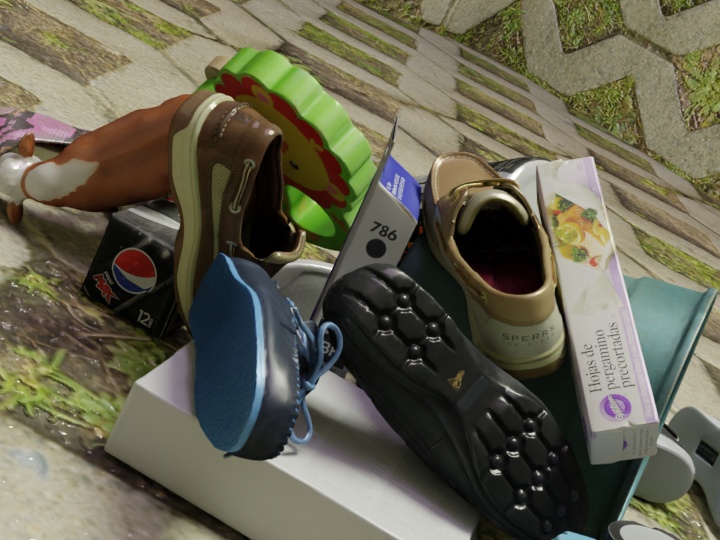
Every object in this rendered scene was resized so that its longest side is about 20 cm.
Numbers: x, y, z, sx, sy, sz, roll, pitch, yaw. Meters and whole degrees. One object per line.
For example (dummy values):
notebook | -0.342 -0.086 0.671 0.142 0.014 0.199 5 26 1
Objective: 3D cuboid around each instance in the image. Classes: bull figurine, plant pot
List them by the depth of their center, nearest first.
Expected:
plant pot | 0.115 0.067 0.835 0.196 0.201 0.200 24 16 16
bull figurine | -0.167 -0.080 0.881 0.199 0.065 0.121 -11 1 26

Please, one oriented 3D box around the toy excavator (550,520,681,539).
toy excavator | 0.061 0.186 0.582 0.199 0.100 0.195 14 15 1

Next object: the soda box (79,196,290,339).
soda box | -0.124 -0.014 0.902 0.071 0.063 0.200 30 17 9

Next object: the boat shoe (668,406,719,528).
boat shoe | 0.329 0.183 1.015 0.086 0.075 0.202 26 7 -14

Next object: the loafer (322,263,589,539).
loafer | 0.054 0.079 0.693 0.201 0.068 0.070 49 -22 -6

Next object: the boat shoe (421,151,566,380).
boat shoe | 0.084 -0.022 0.756 0.074 0.067 0.200 -11 41 -7

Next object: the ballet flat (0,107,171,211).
ballet flat | -0.209 -0.078 0.976 0.200 0.069 0.071 11 41 -34

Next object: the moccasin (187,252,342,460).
moccasin | -0.047 0.041 0.662 0.068 0.081 0.200 25 18 -19

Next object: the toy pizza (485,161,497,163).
toy pizza | 0.145 -0.010 1.133 0.200 0.200 0.032 34 53 19

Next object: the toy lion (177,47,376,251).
toy lion | -0.053 -0.090 0.954 0.191 0.069 0.200 17 -31 50

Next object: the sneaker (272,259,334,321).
sneaker | -0.012 0.025 0.957 0.200 0.071 0.099 22 15 -36

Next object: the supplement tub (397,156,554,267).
supplement tub | 0.089 -0.027 1.044 0.122 0.123 0.200 14 -12 -36

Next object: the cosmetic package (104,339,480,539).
cosmetic package | -0.026 0.110 0.707 0.200 0.052 0.151 30 20 7

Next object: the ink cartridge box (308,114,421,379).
ink cartridge box | 0.000 0.000 0.812 0.039 0.200 0.099 22 18 -3

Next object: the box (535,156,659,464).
box | 0.140 0.018 0.733 0.039 0.041 0.200 -9 54 5

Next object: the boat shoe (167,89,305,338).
boat shoe | -0.074 -0.015 0.772 0.075 0.203 0.075 18 48 20

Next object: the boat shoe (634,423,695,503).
boat shoe | 0.179 0.112 0.972 0.200 0.070 0.066 28 24 -6
